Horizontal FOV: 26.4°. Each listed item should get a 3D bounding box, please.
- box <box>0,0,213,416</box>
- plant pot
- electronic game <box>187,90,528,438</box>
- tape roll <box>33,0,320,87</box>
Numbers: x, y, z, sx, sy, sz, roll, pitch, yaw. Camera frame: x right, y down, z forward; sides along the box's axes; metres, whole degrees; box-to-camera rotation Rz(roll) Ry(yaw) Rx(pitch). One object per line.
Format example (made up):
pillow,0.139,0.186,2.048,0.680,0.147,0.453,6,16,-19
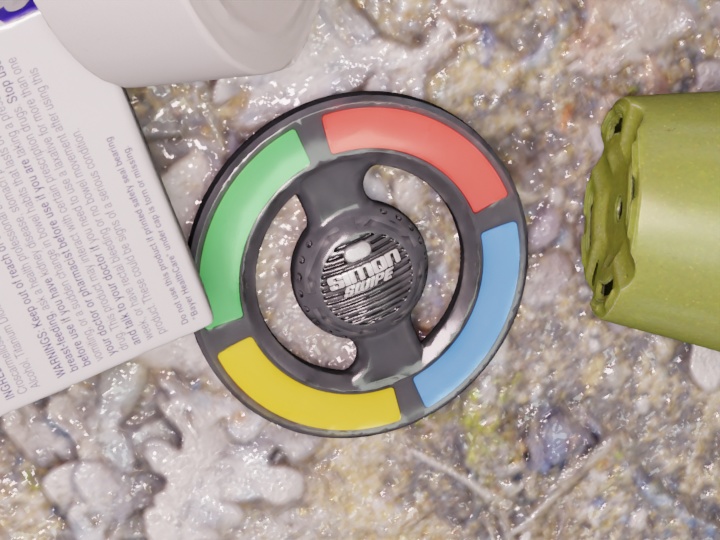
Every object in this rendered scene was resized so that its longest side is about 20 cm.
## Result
box,-0.198,-0.030,0.743,0.198,0.105,0.186,-23,121,-7
plant pot,0.225,-0.024,0.848,0.187,0.200,0.203,5,109,-4
electronic game,0.000,0.000,0.856,0.197,0.042,0.203,-5,111,-13
tape roll,-0.081,-0.184,0.678,0.070,0.203,0.205,-3,114,20
